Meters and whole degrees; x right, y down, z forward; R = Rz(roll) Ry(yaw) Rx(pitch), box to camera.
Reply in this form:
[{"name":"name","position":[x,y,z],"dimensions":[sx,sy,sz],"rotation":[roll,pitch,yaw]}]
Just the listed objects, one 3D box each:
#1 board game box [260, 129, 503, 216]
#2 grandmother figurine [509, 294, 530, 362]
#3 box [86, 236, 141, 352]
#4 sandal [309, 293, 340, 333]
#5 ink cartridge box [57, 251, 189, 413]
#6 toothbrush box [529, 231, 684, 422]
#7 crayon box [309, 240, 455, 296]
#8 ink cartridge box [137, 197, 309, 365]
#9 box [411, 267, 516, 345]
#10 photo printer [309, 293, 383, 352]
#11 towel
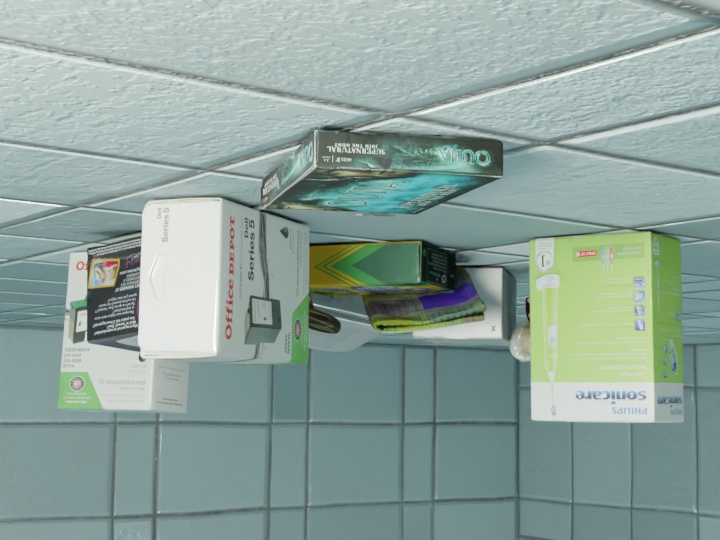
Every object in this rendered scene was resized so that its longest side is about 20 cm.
[{"name":"board game box","position":[0.008,-0.069,0.929],"dimensions":[0.135,0.028,0.200],"rotation":[2,174,-14]},{"name":"grandmother figurine","position":[0.270,0.063,1.654],"dimensions":[0.121,0.061,0.200],"rotation":[42,133,-8]},{"name":"box","position":[-0.198,0.035,1.421],"dimensions":[0.132,0.115,0.200],"rotation":[-11,166,30]},{"name":"sandal","position":[-0.107,0.020,1.540],"dimensions":[0.200,0.055,0.082],"rotation":[27,175,28]},{"name":"ink cartridge box","position":[-0.290,0.075,1.543],"dimensions":[0.146,0.200,0.084],"rotation":[-3,170,25]},{"name":"toothbrush box","position":[0.266,0.064,1.345],"dimensions":[0.145,0.200,0.086],"rotation":[-5,172,36]},{"name":"crayon box","position":[0.000,0.000,1.483],"dimensions":[0.200,0.052,0.126],"rotation":[-1,174,23]},{"name":"ink cartridge box","position":[-0.126,0.016,1.199],"dimensions":[0.084,0.146,0.200],"rotation":[-2,174,22]},{"name":"box","position":[0.150,0.053,1.743],"dimensions":[0.124,0.098,0.200],"rotation":[0,175,12]},{"name":"photo printer","position":[-0.056,0.062,1.780],"dimensions":[0.166,0.070,0.200],"rotation":[14,160,-19]},{"name":"towel","position":[0.075,0.034,1.535],"dimensions":[0.143,0.023,0.200],"rotation":[-8,-165,0]}]
